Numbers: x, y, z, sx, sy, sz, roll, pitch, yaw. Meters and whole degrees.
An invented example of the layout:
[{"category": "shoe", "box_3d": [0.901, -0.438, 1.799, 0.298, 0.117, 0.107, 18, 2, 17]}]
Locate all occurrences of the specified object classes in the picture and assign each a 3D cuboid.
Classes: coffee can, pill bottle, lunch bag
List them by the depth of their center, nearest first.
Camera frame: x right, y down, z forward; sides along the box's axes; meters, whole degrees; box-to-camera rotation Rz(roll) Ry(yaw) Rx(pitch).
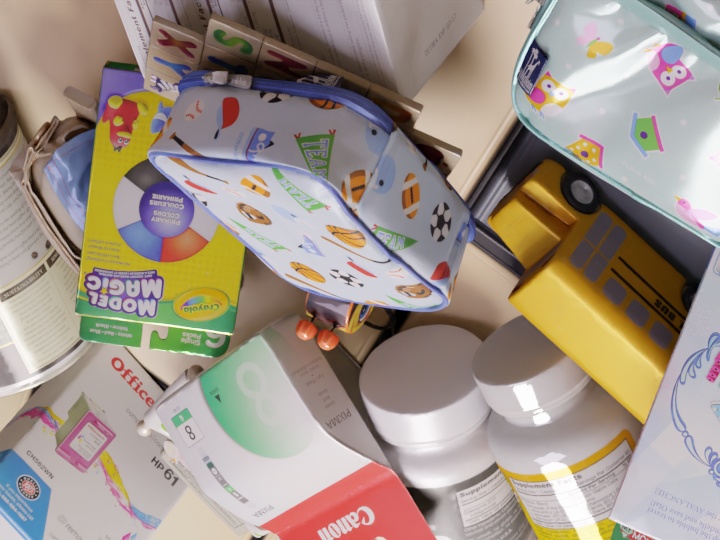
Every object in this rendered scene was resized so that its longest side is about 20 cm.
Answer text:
[{"category": "lunch bag", "box_3d": [0.186, -0.113, 0.979, 0.199, 0.077, 0.161, 33, 136, 7]}, {"category": "lunch bag", "box_3d": [-0.031, -0.049, 1.063, 0.159, 0.076, 0.200, 11, 158, 35]}, {"category": "pill bottle", "box_3d": [0.155, 0.130, 1.212, 0.112, 0.113, 0.201, -6, 124, 41]}, {"category": "pill bottle", "box_3d": [0.064, 0.147, 1.297, 0.113, 0.114, 0.201, 10, 133, 31]}, {"category": "coffee can", "box_3d": [-0.306, -0.020, 1.403, 0.145, 0.147, 0.201, 5, 130, 34]}]

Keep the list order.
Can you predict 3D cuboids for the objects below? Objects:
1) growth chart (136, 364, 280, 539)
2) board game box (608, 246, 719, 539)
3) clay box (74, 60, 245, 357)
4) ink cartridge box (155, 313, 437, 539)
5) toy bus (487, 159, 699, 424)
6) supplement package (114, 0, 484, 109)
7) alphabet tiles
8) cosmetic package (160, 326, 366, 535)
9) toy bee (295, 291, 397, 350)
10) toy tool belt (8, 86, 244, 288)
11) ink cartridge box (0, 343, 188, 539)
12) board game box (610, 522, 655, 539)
[{"category": "growth chart", "box_3d": [-0.087, 0.159, 1.390, 0.200, 0.018, 0.145, 40, 140, 6]}, {"category": "board game box", "box_3d": [0.276, 0.095, 1.045, 0.198, 0.043, 0.201, 23, 100, 14]}, {"category": "clay box", "box_3d": [-0.133, -0.037, 1.221, 0.114, 0.048, 0.202, 7, 101, -5]}, {"category": "ink cartridge box", "box_3d": [-0.049, 0.150, 1.273, 0.161, 0.050, 0.201, -35, 83, 47]}, {"category": "toy bus", "box_3d": [0.165, 0.024, 1.130, 0.200, 0.078, 0.065, 42, 141, -4]}, {"category": "supplement package", "box_3d": [-0.044, -0.181, 1.070, 0.198, 0.114, 0.110, 9, 134, 31]}, {"category": "alphabet tiles", "box_3d": [-0.039, -0.093, 1.073, 0.198, 0.006, 0.167, 23, 160, -3]}, {"category": "cosmetic package", "box_3d": [-0.068, 0.134, 1.421, 0.104, 0.073, 0.200, 47, 140, -9]}, {"category": "toy bee", "box_3d": [0.000, 0.000, 1.215, 0.130, 0.109, 0.201, 6, 130, 32]}, {"category": "toy tool belt", "box_3d": [-0.157, -0.043, 1.286, 0.200, 0.125, 0.123, 44, 149, -7]}, {"category": "ink cartridge box", "box_3d": [-0.238, 0.175, 1.496, 0.145, 0.200, 0.084, 49, 136, -13]}, {"category": "board game box", "box_3d": [0.272, 0.206, 1.112, 0.200, 0.134, 0.029, 31, 108, 51]}]
